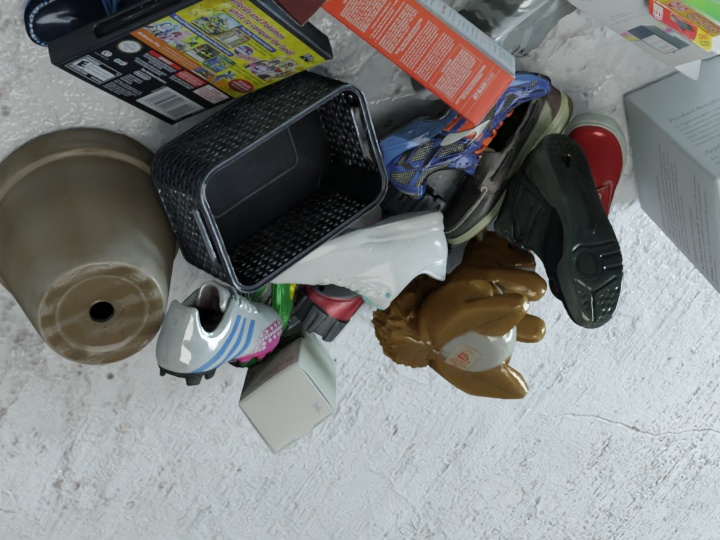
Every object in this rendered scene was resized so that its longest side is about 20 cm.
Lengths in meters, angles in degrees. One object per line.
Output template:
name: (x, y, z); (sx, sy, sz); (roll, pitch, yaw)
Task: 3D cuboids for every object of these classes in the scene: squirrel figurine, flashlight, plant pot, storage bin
squirrel figurine: (0.108, 0.027, 1.375); (0.198, 0.187, 0.142); (-2, 131, 16)
flashlight: (0.003, -0.018, 1.360); (0.067, 0.068, 0.201); (16, 114, -51)
plant pot: (-0.258, -0.009, 1.194); (0.198, 0.174, 0.201); (-9, 126, -13)
storage bin: (-0.084, -0.090, 1.203); (0.199, 0.093, 0.136); (-35, 127, -25)

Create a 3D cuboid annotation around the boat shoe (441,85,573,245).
boat shoe: (0.141, -0.120, 1.336); (0.066, 0.072, 0.201); (33, 102, -30)

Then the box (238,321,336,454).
box: (-0.075, 0.120, 1.334); (0.082, 0.200, 0.069); (-35, 98, 3)

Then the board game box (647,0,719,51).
board game box: (0.326, -0.320, 1.209); (0.095, 0.030, 0.202); (20, 75, -32)

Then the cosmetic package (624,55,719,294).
cosmetic package: (0.410, -0.111, 1.357); (0.164, 0.200, 0.166); (-22, 127, -5)

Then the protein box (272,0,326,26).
protein box: (-0.049, -0.347, 1.015); (0.198, 0.200, 0.135); (-43, 128, 12)

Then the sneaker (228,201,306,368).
sneaker: (-0.111, 0.011, 1.336); (0.085, 0.078, 0.201); (12, 110, -20)

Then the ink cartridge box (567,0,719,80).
ink cartridge box: (0.304, -0.283, 1.245); (0.199, 0.067, 0.118); (22, 73, -32)

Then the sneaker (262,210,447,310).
sneaker: (0.000, 0.000, 1.270); (0.198, 0.075, 0.089); (-13, 99, -17)

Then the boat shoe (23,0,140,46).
boat shoe: (-0.201, -0.237, 1.119); (0.198, 0.069, 0.085); (-16, 128, -9)

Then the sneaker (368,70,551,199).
sneaker: (0.110, -0.141, 1.287); (0.199, 0.075, 0.079); (-29, 92, 12)

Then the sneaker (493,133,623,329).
sneaker: (0.200, -0.026, 1.276); (0.076, 0.201, 0.114); (-6, 160, -28)

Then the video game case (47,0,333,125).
video game case: (-0.143, -0.194, 1.102); (0.179, 0.026, 0.200); (-19, 165, 18)

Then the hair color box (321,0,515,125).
hair color box: (0.048, -0.225, 1.152); (0.199, 0.102, 0.061); (37, 110, -6)

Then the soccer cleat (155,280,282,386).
soccer cleat: (-0.126, 0.047, 1.210); (0.069, 0.200, 0.087); (16, 107, 19)

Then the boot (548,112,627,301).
boot: (0.238, -0.058, 1.336); (0.072, 0.145, 0.201); (9, 144, 11)

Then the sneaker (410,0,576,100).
sneaker: (0.141, -0.229, 1.252); (0.199, 0.075, 0.082); (-36, 133, 10)
